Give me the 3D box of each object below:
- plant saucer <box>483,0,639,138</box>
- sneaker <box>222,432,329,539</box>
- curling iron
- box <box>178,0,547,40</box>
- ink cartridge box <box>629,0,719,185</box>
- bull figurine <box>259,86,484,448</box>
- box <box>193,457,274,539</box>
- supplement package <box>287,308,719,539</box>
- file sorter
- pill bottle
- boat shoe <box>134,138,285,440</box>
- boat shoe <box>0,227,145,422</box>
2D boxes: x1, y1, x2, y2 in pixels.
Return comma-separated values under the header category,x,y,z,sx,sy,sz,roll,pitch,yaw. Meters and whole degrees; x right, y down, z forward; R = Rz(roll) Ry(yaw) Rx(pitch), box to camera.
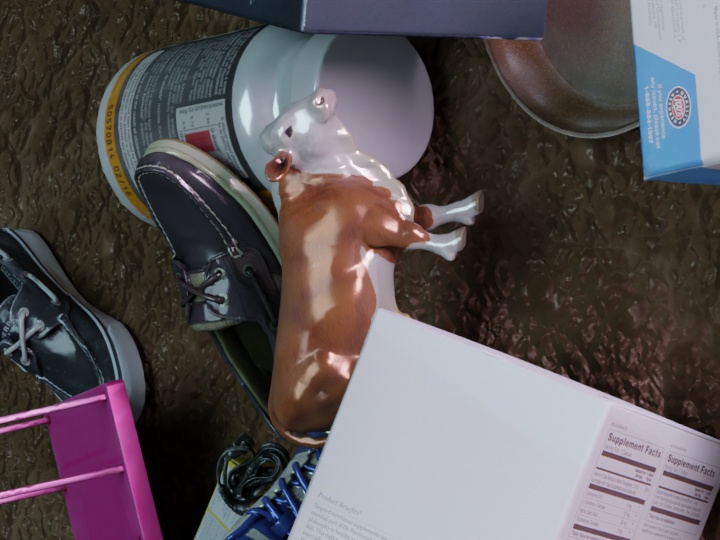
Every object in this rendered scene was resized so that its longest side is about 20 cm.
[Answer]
category,x,y,z,sx,sy,sz,roll,pitch,yaw
plant saucer,0.140,-0.171,1.476,0.200,0.032,0.200,-5,84,51
sneaker,-0.031,0.148,1.542,0.075,0.088,0.200,33,102,23
curling iron,-0.002,0.116,1.589,0.200,0.026,0.050,-7,114,31
box,-0.003,-0.192,1.512,0.200,0.148,0.107,-157,69,-63
ink cartridge box,0.243,-0.116,1.294,0.200,0.125,0.129,-10,80,47
bull figurine,0.000,0.000,1.498,0.121,0.065,0.200,6,98,15
box,-0.031,0.213,1.636,0.200,0.048,0.117,43,118,43
supplement package,0.067,0.148,1.408,0.152,0.151,0.200,22,90,35
file sorter,-0.203,0.187,1.717,0.139,0.125,0.200,-23,80,66
pill bottle,-0.058,-0.089,1.629,0.200,0.116,0.117,-7,83,48
boat shoe,-0.073,0.014,1.602,0.072,0.065,0.200,-3,127,50
boat shoe,-0.217,0.038,1.831,0.200,0.068,0.072,50,123,36
